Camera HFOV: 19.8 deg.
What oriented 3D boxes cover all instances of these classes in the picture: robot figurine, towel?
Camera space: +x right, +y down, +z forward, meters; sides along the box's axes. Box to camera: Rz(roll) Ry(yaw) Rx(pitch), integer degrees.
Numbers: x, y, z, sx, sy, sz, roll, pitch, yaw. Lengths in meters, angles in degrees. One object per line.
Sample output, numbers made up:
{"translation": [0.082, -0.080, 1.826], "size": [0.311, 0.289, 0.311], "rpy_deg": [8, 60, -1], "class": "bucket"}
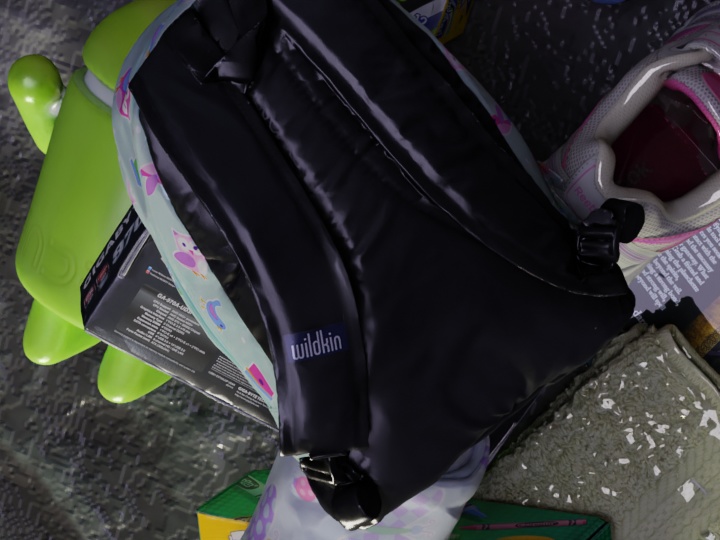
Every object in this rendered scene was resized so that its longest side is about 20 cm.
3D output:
{"translation": [-0.092, -0.041, 0.974], "size": [0.175, 0.116, 0.200], "rpy_deg": [25, 108, 15], "class": "robot figurine"}
{"translation": [0.123, 0.128, 0.968], "size": [0.148, 0.036, 0.200], "rpy_deg": [46, 124, 6], "class": "towel"}

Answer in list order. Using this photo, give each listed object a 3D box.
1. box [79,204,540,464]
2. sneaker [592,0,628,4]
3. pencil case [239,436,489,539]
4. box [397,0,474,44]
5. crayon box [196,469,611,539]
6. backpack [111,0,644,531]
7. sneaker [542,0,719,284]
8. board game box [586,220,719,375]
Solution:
{"translation": [0.000, 0.000, 0.915], "size": [0.200, 0.046, 0.159], "rpy_deg": [28, 107, -19], "class": "box"}
{"translation": [0.182, -0.161, 0.891], "size": [0.200, 0.070, 0.078], "rpy_deg": [-29, 127, 36], "class": "sneaker"}
{"translation": [-0.019, 0.130, 0.909], "size": [0.091, 0.083, 0.200], "rpy_deg": [26, 120, 2], "class": "pencil case"}
{"translation": [-0.039, -0.173, 0.956], "size": [0.200, 0.064, 0.070], "rpy_deg": [23, 108, 10], "class": "box"}
{"translation": [0.022, 0.170, 0.986], "size": [0.200, 0.058, 0.119], "rpy_deg": [5, 110, 32], "class": "crayon box"}
{"translation": [-0.012, -0.022, 0.791], "size": [0.167, 0.127, 0.200], "rpy_deg": [-39, 97, -18], "class": "backpack"}
{"translation": [0.150, -0.064, 0.866], "size": [0.081, 0.088, 0.200], "rpy_deg": [47, 69, 0], "class": "sneaker"}
{"translation": [0.184, 0.038, 0.954], "size": [0.135, 0.028, 0.200], "rpy_deg": [-37, 89, 20], "class": "board game box"}
